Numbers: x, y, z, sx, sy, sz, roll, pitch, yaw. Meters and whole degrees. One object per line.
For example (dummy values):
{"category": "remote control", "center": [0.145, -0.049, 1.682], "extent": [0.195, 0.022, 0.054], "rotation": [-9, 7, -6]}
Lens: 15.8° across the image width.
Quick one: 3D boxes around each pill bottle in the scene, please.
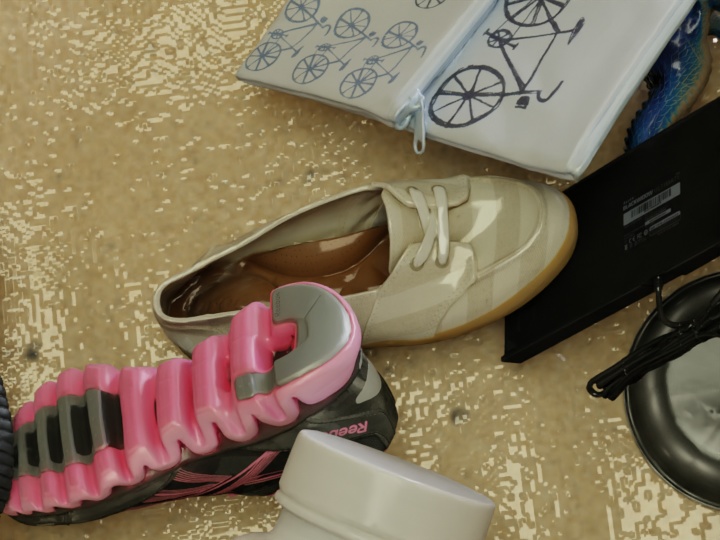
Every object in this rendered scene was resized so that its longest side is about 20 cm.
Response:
{"category": "pill bottle", "center": [-0.020, 0.176, 1.094], "extent": [0.119, 0.120, 0.200], "rotation": [20, 91, 9]}

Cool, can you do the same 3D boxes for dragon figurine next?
{"category": "dragon figurine", "center": [0.113, -0.112, 1.214], "extent": [0.099, 0.059, 0.200], "rotation": [-42, 78, -8]}

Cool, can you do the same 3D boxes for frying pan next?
{"category": "frying pan", "center": [0.215, 0.049, 1.183], "extent": [0.190, 0.031, 0.115], "rotation": [-7, 76, 5]}

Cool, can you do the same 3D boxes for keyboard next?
{"category": "keyboard", "center": [0.133, -0.005, 1.125], "extent": [0.021, 0.200, 0.127], "rotation": [24, 53, -30]}

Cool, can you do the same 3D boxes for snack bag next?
{"category": "snack bag", "center": [0.066, -0.133, 1.189], "extent": [0.200, 0.021, 0.189], "rotation": [21, 66, 36]}

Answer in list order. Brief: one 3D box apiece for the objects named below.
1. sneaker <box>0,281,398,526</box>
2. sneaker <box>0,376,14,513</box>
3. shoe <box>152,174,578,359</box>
{"category": "sneaker", "center": [-0.072, 0.080, 1.167], "extent": [0.200, 0.095, 0.079], "rotation": [-20, 48, 22]}
{"category": "sneaker", "center": [-0.210, 0.061, 1.178], "extent": [0.088, 0.074, 0.200], "rotation": [-28, 52, 39]}
{"category": "shoe", "center": [0.000, 0.000, 1.173], "extent": [0.200, 0.053, 0.070], "rotation": [-16, 65, 12]}
